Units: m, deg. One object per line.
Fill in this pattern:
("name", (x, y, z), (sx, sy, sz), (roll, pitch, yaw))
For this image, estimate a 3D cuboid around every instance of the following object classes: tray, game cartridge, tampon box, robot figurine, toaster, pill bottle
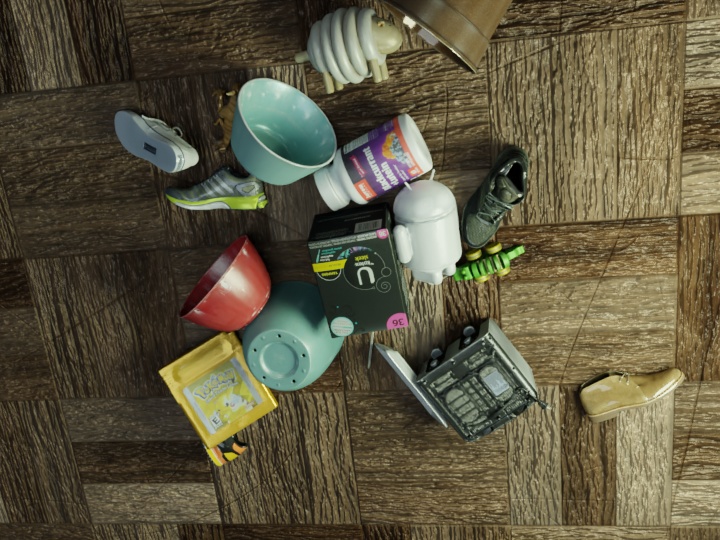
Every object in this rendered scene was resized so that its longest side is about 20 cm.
("tray", (0.105, 0.223, 1.475), (0.022, 0.107, 0.200), (-40, 100, -6))
("game cartridge", (-0.295, 0.245, 1.542), (0.175, 0.032, 0.201), (-31, 103, -8))
("tampon box", (0.000, 0.000, 1.353), (0.148, 0.127, 0.202), (-10, 116, 9))
("robot figurine", (0.121, -0.077, 1.341), (0.112, 0.169, 0.202), (11, 122, 40))
("toaster", (0.235, 0.217, 1.437), (0.180, 0.119, 0.200), (-37, 99, 19))
("pill bottle", (0.020, -0.189, 1.335), (0.199, 0.112, 0.112), (-26, 103, 17))

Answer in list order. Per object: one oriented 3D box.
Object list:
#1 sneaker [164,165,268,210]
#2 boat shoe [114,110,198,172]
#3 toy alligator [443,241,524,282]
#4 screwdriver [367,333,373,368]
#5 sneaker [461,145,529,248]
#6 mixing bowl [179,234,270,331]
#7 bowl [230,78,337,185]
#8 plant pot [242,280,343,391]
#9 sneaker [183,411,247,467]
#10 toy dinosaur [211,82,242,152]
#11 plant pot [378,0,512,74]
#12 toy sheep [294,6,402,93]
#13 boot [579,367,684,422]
("sneaker", (-0.277, -0.160, 1.421), (0.198, 0.074, 0.082), (0, 103, 1))
("boat shoe", (-0.379, -0.250, 1.400), (0.201, 0.086, 0.075), (30, 119, 29))
("toy alligator", (0.215, -0.003, 1.399), (0.198, 0.054, 0.060), (-19, 105, 15))
("screwdriver", (0.030, 0.106, 1.482), (0.029, 0.028, 0.202), (-7, 112, -19))
("sneaker", (0.238, -0.122, 1.324), (0.076, 0.114, 0.200), (30, 113, 0))
("mixing bowl", (-0.244, 0.042, 1.421), (0.108, 0.201, 0.200), (41, 110, -18))
("bowl", (-0.152, -0.232, 1.320), (0.201, 0.201, 0.105), (42, 129, -7))
("plant pot", (-0.142, 0.142, 1.449), (0.198, 0.161, 0.203), (3, 110, 8))
("sneaker", (-0.316, 0.320, 1.596), (0.089, 0.070, 0.201), (-26, 101, -4))
("toy dinosaur", (-0.232, -0.294, 1.337), (0.060, 0.107, 0.200), (-3, 153, -18))
("plant pot", (0.166, -0.458, 1.187), (0.200, 0.200, 0.199), (36, 102, -4))
("toy sheep", (-0.024, -0.382, 1.268), (0.198, 0.138, 0.139), (-8, 108, 18))
("boot", (0.520, 0.224, 1.425), (0.199, 0.074, 0.076), (-27, 93, 19))
